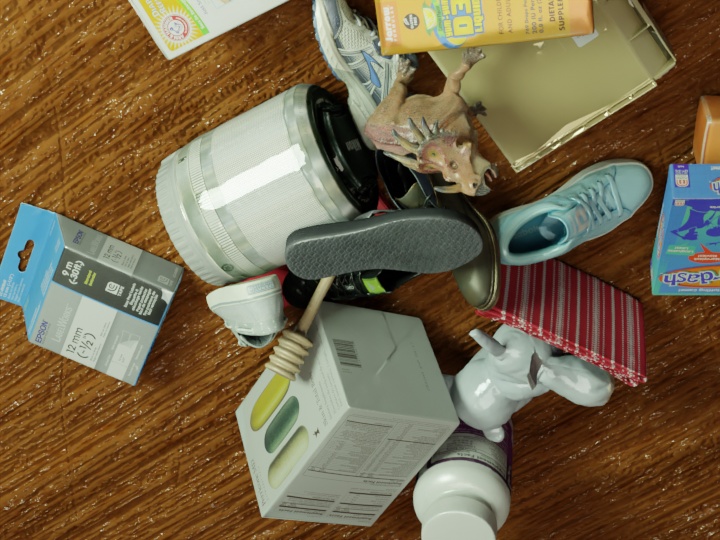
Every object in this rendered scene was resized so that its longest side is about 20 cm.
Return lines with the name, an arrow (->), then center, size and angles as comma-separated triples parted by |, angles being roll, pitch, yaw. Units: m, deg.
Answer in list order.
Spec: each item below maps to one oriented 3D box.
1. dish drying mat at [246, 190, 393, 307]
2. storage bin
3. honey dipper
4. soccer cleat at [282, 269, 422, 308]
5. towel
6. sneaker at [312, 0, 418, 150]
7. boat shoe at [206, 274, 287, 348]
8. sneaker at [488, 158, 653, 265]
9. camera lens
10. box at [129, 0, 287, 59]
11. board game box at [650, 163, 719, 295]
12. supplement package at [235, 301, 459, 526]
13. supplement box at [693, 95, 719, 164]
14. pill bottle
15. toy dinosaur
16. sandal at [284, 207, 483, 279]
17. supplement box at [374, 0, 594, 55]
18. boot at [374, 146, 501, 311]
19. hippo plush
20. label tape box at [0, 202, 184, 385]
dish drying mat -> -0.047, -0.025, 1.551 | 0.199, 0.018, 0.077 | -32, 113, 22
storage bin -> 0.176, -0.237, 1.361 | 0.198, 0.094, 0.200 | -31, 112, 21
honey dipper -> -0.042, 0.020, 1.468 | 0.038, 0.038, 0.201 | 27, 81, -11
soccer cleat -> 0.000, 0.000, 1.502 | 0.198, 0.081, 0.068 | -22, 120, 17
towel -> 0.218, 0.039, 1.488 | 0.199, 0.145, 0.023 | 25, 126, -8
sneaker -> 0.012, -0.222, 1.404 | 0.084, 0.077, 0.201 | -20, 126, 11
boat shoe -> -0.121, 0.049, 1.486 | 0.069, 0.201, 0.072 | -13, 88, -14
sneaker -> 0.225, -0.053, 1.443 | 0.199, 0.082, 0.074 | -28, 106, -2
camera lens -> -0.091, -0.088, 1.435 | 0.199, 0.160, 0.161 | -25, 115, 18
box -> -0.122, -0.306, 1.338 | 0.199, 0.113, 0.102 | -23, 117, 18
board game box -> 0.386, -0.039, 1.430 | 0.150, 0.045, 0.201 | 0, 151, 6
supplement package -> -0.020, 0.164, 1.542 | 0.150, 0.153, 0.200 | 11, 132, -32
supplement box -> 0.444, -0.132, 1.402 | 0.198, 0.067, 0.069 | 2, 121, 5
pill bottle -> 0.118, 0.238, 1.579 | 0.111, 0.201, 0.113 | 4, 124, 6
toy dinosaur -> 0.053, -0.135, 1.314 | 0.199, 0.136, 0.086 | 5, 138, 48
sandal -> 0.022, -0.035, 1.367 | 0.198, 0.043, 0.077 | -3, 134, 9
supplement box -> 0.113, -0.245, 1.271 | 0.198, 0.069, 0.067 | -4, 117, 11
boot -> 0.075, -0.050, 1.417 | 0.096, 0.202, 0.075 | 0, 153, -40
hippo plush -> 0.182, 0.124, 1.526 | 0.159, 0.200, 0.161 | 40, 127, 7
label tape box -> -0.321, 0.028, 1.582 | 0.198, 0.066, 0.144 | 22, 120, -9
